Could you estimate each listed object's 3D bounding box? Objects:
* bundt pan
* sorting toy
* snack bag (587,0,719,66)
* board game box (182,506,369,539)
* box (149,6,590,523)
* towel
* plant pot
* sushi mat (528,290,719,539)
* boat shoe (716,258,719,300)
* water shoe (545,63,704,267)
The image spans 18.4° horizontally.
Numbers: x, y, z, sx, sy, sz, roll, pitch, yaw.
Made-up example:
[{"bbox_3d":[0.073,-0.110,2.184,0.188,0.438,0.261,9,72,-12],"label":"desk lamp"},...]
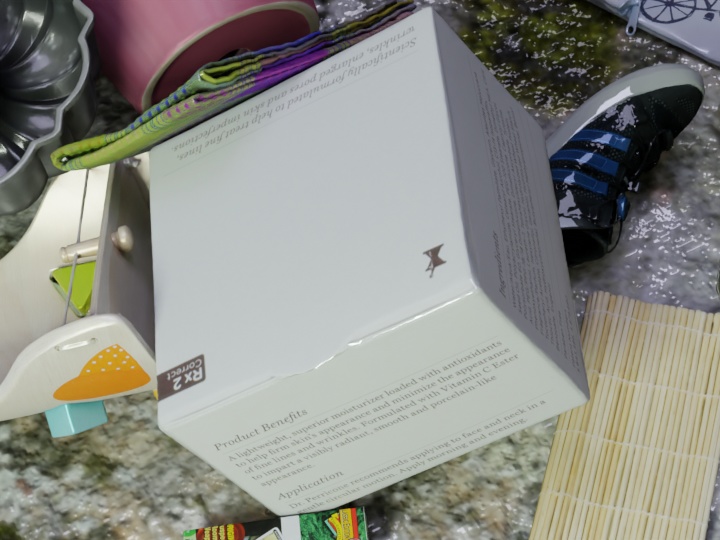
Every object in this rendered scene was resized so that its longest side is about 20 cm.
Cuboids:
[{"bbox_3d":[-0.243,-0.106,1.320,0.200,0.076,0.203,-5,63,10],"label":"bundt pan"},{"bbox_3d":[-0.190,0.037,1.284,0.179,0.107,0.201,-20,31,11],"label":"sorting toy"},{"bbox_3d":[0.224,-0.223,1.472,0.199,0.021,0.189,32,62,27],"label":"snack bag"},{"bbox_3d":[-0.038,0.220,1.169,0.104,0.024,0.201,-7,52,0],"label":"board game box"},{"bbox_3d":[0.000,0.000,1.218,0.198,0.131,0.201,-24,49,22],"label":"box"},{"bbox_3d":[-0.070,-0.106,1.282,0.199,0.143,0.023,-26,92,-45],"label":"towel"},{"bbox_3d":[-0.121,-0.198,1.403,0.199,0.200,0.180,-26,69,-12],"label":"plant pot"},{"bbox_3d":[0.153,0.100,1.240,0.095,0.012,0.201,9,54,13],"label":"sushi mat"},{"bbox_3d":[0.266,-0.050,1.312,0.072,0.060,0.202,43,70,-17],"label":"boat shoe"},{"bbox_3d":[0.135,-0.042,1.320,0.199,0.072,0.079,-35,58,-6],"label":"water shoe"}]
